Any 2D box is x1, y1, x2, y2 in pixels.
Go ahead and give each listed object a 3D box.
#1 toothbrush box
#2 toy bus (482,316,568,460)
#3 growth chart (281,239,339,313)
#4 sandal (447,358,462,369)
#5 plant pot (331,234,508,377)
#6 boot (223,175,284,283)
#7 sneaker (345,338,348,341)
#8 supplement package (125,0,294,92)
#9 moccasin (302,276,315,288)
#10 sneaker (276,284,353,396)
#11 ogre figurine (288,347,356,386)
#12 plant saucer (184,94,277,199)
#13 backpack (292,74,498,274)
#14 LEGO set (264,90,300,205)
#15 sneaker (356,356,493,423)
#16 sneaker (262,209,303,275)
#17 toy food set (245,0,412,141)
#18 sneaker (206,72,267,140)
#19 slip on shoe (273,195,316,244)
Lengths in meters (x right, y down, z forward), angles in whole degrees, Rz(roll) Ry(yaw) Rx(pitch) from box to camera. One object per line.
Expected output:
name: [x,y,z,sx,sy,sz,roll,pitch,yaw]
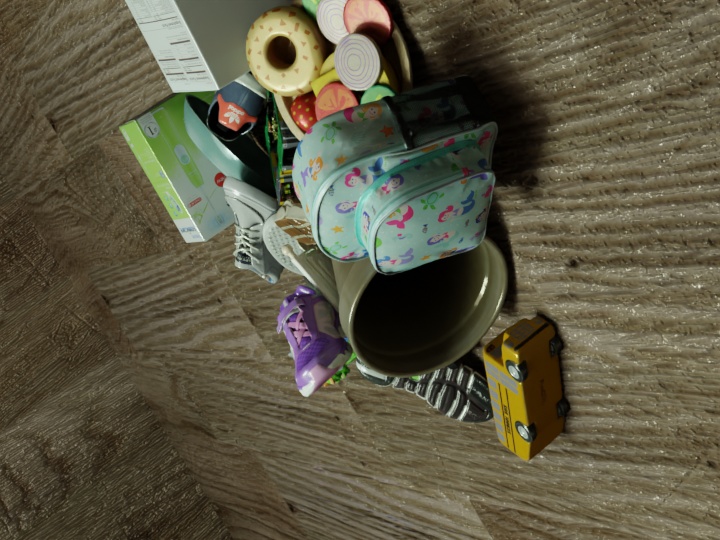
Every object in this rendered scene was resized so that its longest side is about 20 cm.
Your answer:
toothbrush box: [-0.234,-0.163,1.806,0.086,0.145,0.201,1,122,62]
toy bus: [0.195,0.136,1.467,0.078,0.065,0.201,36,151,41]
growth chart: [0.000,0.000,1.546,0.145,0.199,0.018,52,125,19]
sandal: [0.063,0.059,1.612,0.200,0.045,0.075,50,-166,24]
plant pot: [0.046,-0.006,1.440,0.174,0.198,0.201,53,164,49]
boot: [-0.138,-0.046,1.640,0.073,0.096,0.200,23,171,30]
sneaker: [-0.026,0.069,1.637,0.200,0.065,0.079,122,137,-52]
supplement package: [-0.182,-0.334,1.454,0.150,0.151,0.201,12,132,59]
moccasin: [-0.059,-0.014,1.757,0.201,0.074,0.078,45,-172,28]
sneaker: [-0.062,0.074,1.455,0.089,0.080,0.200,48,-168,-15]
ogre figurine: [-0.032,0.099,1.798,0.199,0.119,0.099,30,147,47]
plant saucer: [-0.175,-0.160,1.698,0.200,0.036,0.200,43,-171,-9]
backpack: [0.035,-0.089,1.243,0.178,0.198,0.152,94,161,-56]
LEGO set: [-0.052,-0.170,1.527,0.201,0.115,0.155,95,164,-53]
sneaker: [0.098,0.125,1.653,0.198,0.116,0.076,24,114,2]
sneaker: [-0.059,-0.037,1.631,0.200,0.078,0.080,35,-153,-41]
toy food set: [-0.027,-0.216,1.350,0.197,0.049,0.202,-23,91,39]
sneaker: [-0.168,-0.212,1.625,0.074,0.085,0.200,28,178,-6]
slip on shoe: [-0.044,-0.064,1.407,0.076,0.061,0.200,36,173,-13]
